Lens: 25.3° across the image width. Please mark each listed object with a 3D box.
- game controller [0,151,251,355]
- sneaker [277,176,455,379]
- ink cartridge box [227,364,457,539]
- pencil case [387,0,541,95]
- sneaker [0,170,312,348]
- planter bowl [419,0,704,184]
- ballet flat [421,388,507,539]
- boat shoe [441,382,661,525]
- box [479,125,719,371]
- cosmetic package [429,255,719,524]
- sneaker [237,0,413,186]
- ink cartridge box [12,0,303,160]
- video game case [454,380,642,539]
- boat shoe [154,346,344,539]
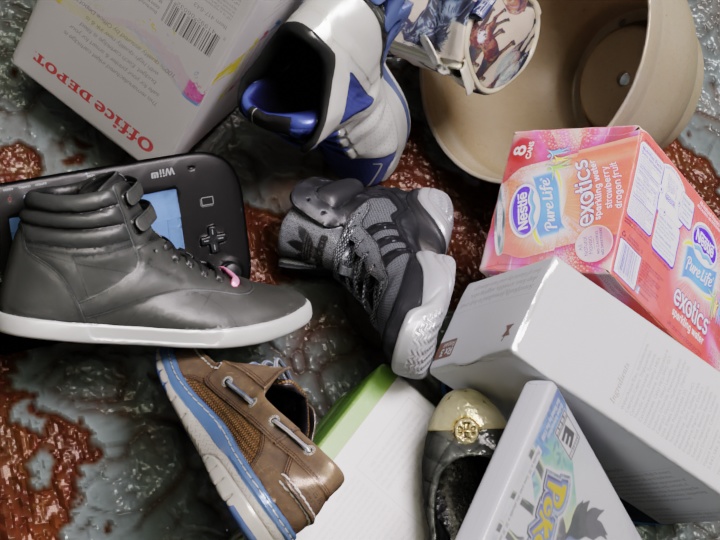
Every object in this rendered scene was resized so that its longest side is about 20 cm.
[{"bbox_3d":[-0.165,-0.013,1.010,0.199,0.042,0.105,-12,111,-25],"label":"game controller"},{"bbox_3d":[0.000,0.000,1.040,0.113,0.076,0.200,12,28,-2],"label":"sneaker"},{"bbox_3d":[0.036,0.182,0.990,0.200,0.076,0.148,42,58,-3],"label":"ink cartridge box"},{"bbox_3d":[0.020,-0.179,1.106,0.200,0.078,0.089,20,42,33],"label":"pencil case"},{"bbox_3d":[-0.119,-0.008,0.975,0.199,0.071,0.100,2,100,-22],"label":"sneaker"},{"bbox_3d":[0.160,-0.147,1.141,0.135,0.200,0.201,13,58,-45],"label":"planter bowl"},{"bbox_3d":[0.070,0.164,0.926,0.066,0.057,0.201,-6,70,7],"label":"ballet flat"},{"bbox_3d":[0.149,0.112,1.065,0.200,0.069,0.084,23,59,-11],"label":"boat shoe"},{"bbox_3d":[0.172,-0.004,1.048,0.200,0.094,0.103,37,63,-49],"label":"box"},{"bbox_3d":[0.154,0.078,0.979,0.200,0.102,0.074,35,66,-18],"label":"cosmetic package"},{"bbox_3d":[-0.029,-0.114,1.043,0.080,0.200,0.115,33,63,19],"label":"sneaker"},{"bbox_3d":[-0.122,-0.174,1.044,0.128,0.200,0.125,39,41,1],"label":"ink cartridge box"},{"bbox_3d":[0.102,0.196,0.900,0.182,0.022,0.200,58,45,-34],"label":"video game case"},{"bbox_3d":[-0.063,0.093,0.948,0.072,0.072,0.200,-31,37,-6],"label":"boat shoe"}]
